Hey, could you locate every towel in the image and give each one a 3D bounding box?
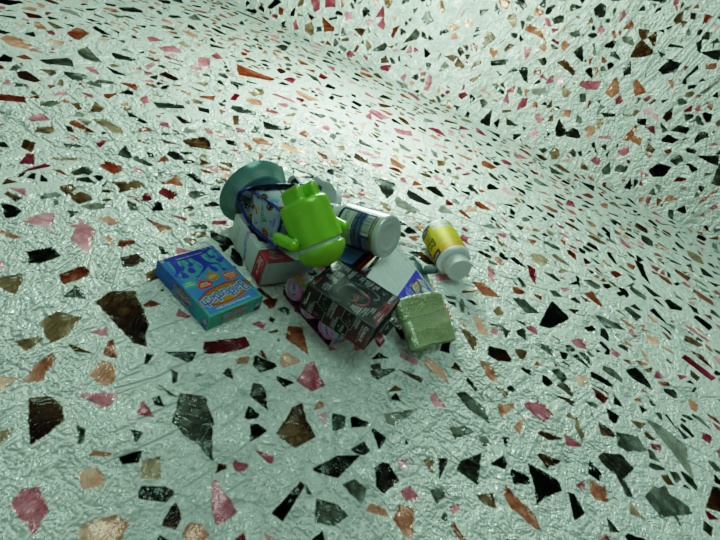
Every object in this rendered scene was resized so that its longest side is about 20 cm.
[{"bbox_3d":[0.166,0.125,1.338,0.200,0.036,0.149,-7,71,-48],"label":"towel"}]

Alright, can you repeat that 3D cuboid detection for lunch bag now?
[{"bbox_3d":[-0.196,-0.157,1.340,0.170,0.124,0.200,-10,36,-42],"label":"lunch bag"}]

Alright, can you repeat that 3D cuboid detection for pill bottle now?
[{"bbox_3d":[0.272,-0.064,1.652,0.109,0.109,0.200,7,38,-24],"label":"pill bottle"},{"bbox_3d":[-0.005,-0.111,1.355,0.200,0.111,0.111,21,28,35],"label":"pill bottle"}]

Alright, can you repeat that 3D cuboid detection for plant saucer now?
[{"bbox_3d":[-0.279,-0.201,1.420,0.200,0.200,0.036,-13,48,-42],"label":"plant saucer"}]

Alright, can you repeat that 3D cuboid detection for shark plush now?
[{"bbox_3d":[0.134,-0.002,1.477,0.200,0.091,0.083,44,54,-27],"label":"shark plush"}]

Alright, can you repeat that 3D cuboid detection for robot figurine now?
[{"bbox_3d":[-0.106,-0.095,1.189,0.175,0.116,0.201,-26,96,-41],"label":"robot figurine"}]

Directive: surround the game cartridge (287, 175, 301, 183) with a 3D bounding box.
[{"bbox_3d":[-0.148,-0.206,1.570,0.133,0.040,0.200,50,1,-32],"label":"game cartridge"}]

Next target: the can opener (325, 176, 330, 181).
[{"bbox_3d":[-0.112,-0.235,1.717,0.067,0.053,0.200,-13,40,3],"label":"can opener"}]

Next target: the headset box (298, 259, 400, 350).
[{"bbox_3d":[-0.014,0.078,1.197,0.200,0.075,0.149,32,34,10],"label":"headset box"}]

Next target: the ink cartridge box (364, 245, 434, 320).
[{"bbox_3d":[0.098,0.049,1.374,0.198,0.043,0.200,52,39,-9],"label":"ink cartridge box"}]

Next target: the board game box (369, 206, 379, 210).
[{"bbox_3d":[0.021,-0.147,1.641,0.199,0.062,0.200,28,30,2],"label":"board game box"}]

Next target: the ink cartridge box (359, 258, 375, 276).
[{"bbox_3d":[0.000,0.000,1.438,0.116,0.067,0.200,11,37,-18],"label":"ink cartridge box"}]

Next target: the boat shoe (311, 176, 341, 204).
[{"bbox_3d":[-0.090,-0.230,1.609,0.070,0.071,0.200,18,14,-33],"label":"boat shoe"}]

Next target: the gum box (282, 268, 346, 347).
[{"bbox_3d":[-0.086,0.080,1.278,0.113,0.066,0.200,-15,51,-44],"label":"gum box"}]

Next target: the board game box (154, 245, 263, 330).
[{"bbox_3d":[-0.344,0.033,1.205,0.200,0.045,0.152,41,37,21],"label":"board game box"}]

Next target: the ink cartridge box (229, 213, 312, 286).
[{"bbox_3d":[-0.230,-0.060,1.366,0.145,0.083,0.200,-7,45,-37],"label":"ink cartridge box"}]

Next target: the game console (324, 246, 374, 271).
[{"bbox_3d":[-0.039,-0.062,1.411,0.177,0.031,0.200,24,50,33],"label":"game console"}]
